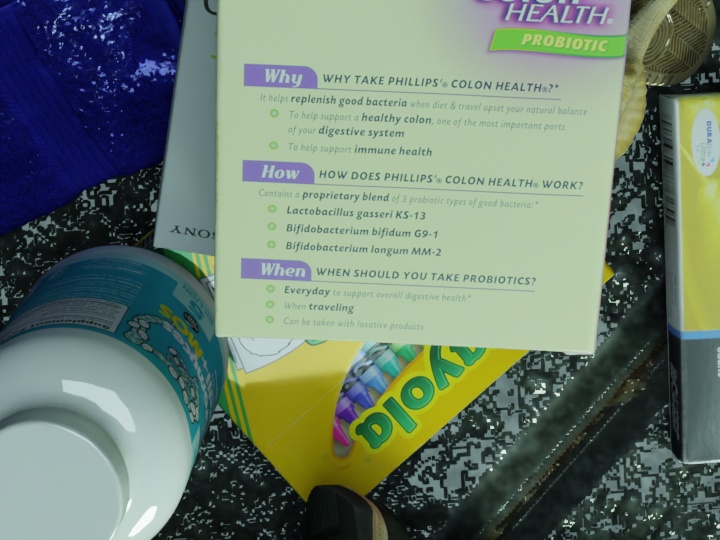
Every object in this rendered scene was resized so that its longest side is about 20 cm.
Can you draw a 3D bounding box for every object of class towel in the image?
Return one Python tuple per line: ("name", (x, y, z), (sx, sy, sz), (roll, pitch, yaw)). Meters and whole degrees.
("towel", (-0.175, -0.089, 1.110), (0.199, 0.050, 0.148), (-24, 120, 10))

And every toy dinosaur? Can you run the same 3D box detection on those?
("toy dinosaur", (0.117, -0.094, 1.113), (0.101, 0.058, 0.201), (18, 101, -48))

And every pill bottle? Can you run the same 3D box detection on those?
("pill bottle", (-0.126, 0.067, 1.043), (0.110, 0.200, 0.112), (1, 108, 4))

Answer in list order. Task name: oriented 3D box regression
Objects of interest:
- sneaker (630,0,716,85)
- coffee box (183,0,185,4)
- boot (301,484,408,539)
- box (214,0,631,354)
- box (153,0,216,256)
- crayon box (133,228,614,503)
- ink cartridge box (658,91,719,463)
("sneaker", (0.089, -0.160, 1.155), (0.199, 0.112, 0.072), (24, 94, -38))
("coffee box", (-0.146, -0.179, 1.134), (0.198, 0.044, 0.124), (1, 99, -5))
("boot", (0.038, 0.155, 1.137), (0.137, 0.200, 0.078), (3, 74, -9))
("box", (0.024, -0.075, 1.006), (0.175, 0.097, 0.201), (2, 119, 0))
("box", (-0.016, -0.092, 1.071), (0.143, 0.036, 0.201), (9, 119, -3))
("crayon box", (0.000, 0.000, 1.167), (0.200, 0.058, 0.173), (-41, 100, 2))
("ink cartridge box", (0.262, -0.001, 1.198), (0.198, 0.047, 0.199), (-4, 98, -2))
